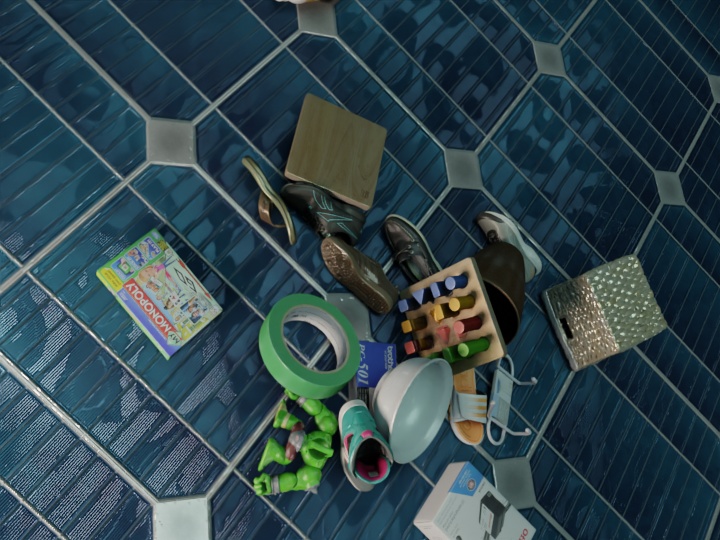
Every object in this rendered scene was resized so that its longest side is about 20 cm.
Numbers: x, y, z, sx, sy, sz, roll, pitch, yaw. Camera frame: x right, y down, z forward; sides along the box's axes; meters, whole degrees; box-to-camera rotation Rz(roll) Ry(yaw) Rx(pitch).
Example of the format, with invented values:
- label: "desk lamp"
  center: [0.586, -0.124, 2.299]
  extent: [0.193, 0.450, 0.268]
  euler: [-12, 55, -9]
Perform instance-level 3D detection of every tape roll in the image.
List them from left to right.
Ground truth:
- label: "tape roll"
  center: [-0.094, 0.140, 1.298]
  extent: [0.196, 0.048, 0.204]
  euler: [21, 44, -21]

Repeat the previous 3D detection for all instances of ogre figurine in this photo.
- label: "ogre figurine"
  center: [-0.110, 0.315, 1.243]
  extent: [0.117, 0.099, 0.203]
  euler: [21, 51, -5]

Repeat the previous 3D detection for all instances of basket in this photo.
- label: "basket"
  center: [0.564, 0.095, 1.586]
  extent: [0.196, 0.161, 0.203]
  euler: [-16, 78, -30]

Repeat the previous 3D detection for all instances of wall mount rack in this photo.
- label: "wall mount rack"
  center: [0.304, 0.255, 1.442]
  extent: [0.173, 0.073, 0.205]
  euler: [37, 55, -36]

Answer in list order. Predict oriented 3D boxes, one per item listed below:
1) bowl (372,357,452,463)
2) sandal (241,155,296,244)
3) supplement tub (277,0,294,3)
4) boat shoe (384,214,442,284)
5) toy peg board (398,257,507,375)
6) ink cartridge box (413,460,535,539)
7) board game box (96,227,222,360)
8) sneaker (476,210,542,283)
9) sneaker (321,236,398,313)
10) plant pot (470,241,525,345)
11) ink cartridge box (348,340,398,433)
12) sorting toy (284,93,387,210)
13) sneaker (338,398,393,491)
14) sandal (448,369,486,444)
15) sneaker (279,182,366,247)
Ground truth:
- label: "bowl"
  center: [0.084, 0.245, 1.286]
  extent: [0.089, 0.205, 0.201]
  euler: [22, 53, 34]
- label: "sandal"
  center: [-0.187, -0.135, 1.386]
  extent: [0.057, 0.080, 0.203]
  euler: [-33, 85, -4]
- label: "supplement tub"
  center: [-0.110, -0.691, 1.564]
  extent: [0.196, 0.144, 0.148]
  euler: [-21, 81, -28]
- label: "boat shoe"
  center: [0.109, -0.026, 1.472]
  extent: [0.202, 0.074, 0.066]
  euler: [57, 41, -7]
- label: "toy peg board"
  center: [0.159, 0.107, 1.366]
  extent: [0.096, 0.198, 0.205]
  euler: [-5, 73, -49]
- label: "ink cartridge box"
  center: [0.224, 0.498, 1.339]
  extent: [0.200, 0.084, 0.146]
  euler: [45, 60, -5]
- label: "board game box"
  center: [-0.365, 0.041, 1.259]
  extent: [0.201, 0.029, 0.134]
  euler: [49, 59, -2]
- label: "sneaker"
  center: [0.337, -0.054, 1.592]
  extent: [0.079, 0.074, 0.201]
  euler: [-42, 93, -25]
- label: "sneaker"
  center: [0.000, 0.000, 1.431]
  extent: [0.201, 0.070, 0.076]
  euler: [48, 42, -7]
- label: "plant pot"
  center: [0.284, 0.032, 1.489]
  extent: [0.187, 0.187, 0.201]
  euler: [43, 47, -5]
- label: "ink cartridge box"
  center: [0.025, 0.246, 1.357]
  extent: [0.091, 0.044, 0.206]
  euler: [8, 69, -24]
- label: "sorting toy"
  center: [-0.058, -0.243, 1.474]
  extent: [0.194, 0.069, 0.205]
  euler: [20, 64, -17]
- label: "sneaker"
  center: [0.014, 0.344, 1.226]
  extent: [0.081, 0.121, 0.205]
  euler: [-15, 120, -11]
- label: "sandal"
  center: [0.225, 0.255, 1.438]
  extent: [0.077, 0.059, 0.213]
  euler: [2, 72, -24]
- label: "sneaker"
  center: [-0.079, -0.115, 1.417]
  extent: [0.196, 0.075, 0.081]
  euler: [23, 69, -17]
